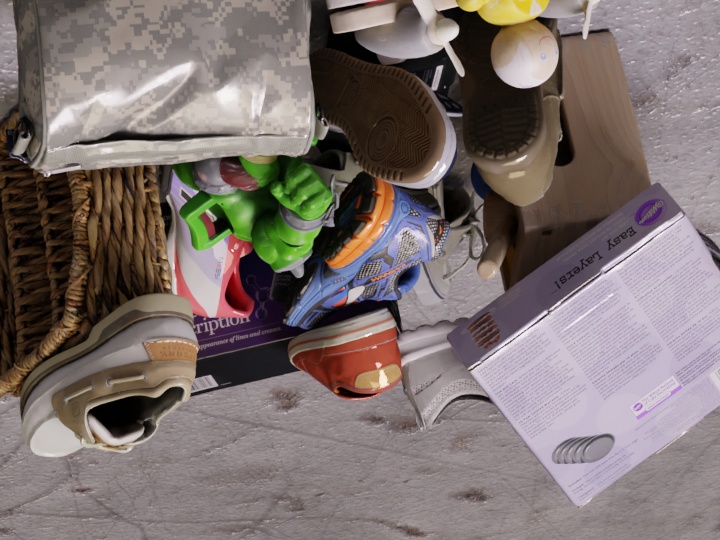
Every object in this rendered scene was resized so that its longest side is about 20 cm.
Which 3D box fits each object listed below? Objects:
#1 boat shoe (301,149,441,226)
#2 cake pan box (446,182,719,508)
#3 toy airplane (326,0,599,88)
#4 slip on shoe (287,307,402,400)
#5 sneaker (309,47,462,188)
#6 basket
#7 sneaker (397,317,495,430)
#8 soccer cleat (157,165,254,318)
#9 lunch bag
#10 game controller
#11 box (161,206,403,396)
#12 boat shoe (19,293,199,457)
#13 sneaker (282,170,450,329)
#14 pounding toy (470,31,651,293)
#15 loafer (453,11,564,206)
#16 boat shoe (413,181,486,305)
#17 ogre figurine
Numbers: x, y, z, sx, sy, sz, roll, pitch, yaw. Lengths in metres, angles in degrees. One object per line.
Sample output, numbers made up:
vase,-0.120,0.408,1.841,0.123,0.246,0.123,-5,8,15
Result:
boat shoe,-0.017,-0.059,1.578,0.199,0.062,0.072,0,-167,-39
cake pan box,0.188,0.055,1.513,0.200,0.052,0.184,-37,131,5
toy airplane,0.076,-0.179,1.370,0.199,0.142,0.199,-26,175,-2
slip on shoe,-0.009,0.068,1.559,0.074,0.062,0.200,-17,178,-12
sneaker,0.039,-0.092,1.423,0.108,0.200,0.070,25,97,-33
basket,-0.216,-0.025,1.504,0.148,0.201,0.143,-6,155,-9
sneaker,0.125,0.070,1.576,0.199,0.082,0.075,-13,168,7
soccer cleat,-0.112,-0.048,1.585,0.073,0.068,0.201,15,129,11
lunch bag,-0.128,-0.146,1.330,0.199,0.169,0.140,-3,153,-14
game controller,0.022,-0.145,1.551,0.104,0.042,0.200,-19,157,-16
box,-0.076,0.008,1.693,0.199,0.142,0.079,-14,154,5
boat shoe,-0.178,0.090,1.444,0.074,0.069,0.200,6,149,-33
sneaker,0.000,0.000,1.485,0.078,0.076,0.200,21,156,-14
pounding toy,0.137,-0.055,1.579,0.141,0.201,0.184,-8,154,-4
loafer,0.103,-0.120,1.443,0.076,0.201,0.068,-3,132,14
boat shoe,0.069,-0.043,1.737,0.086,0.075,0.202,-16,144,5
ogre figurine,-0.087,-0.076,1.449,0.199,0.098,0.120,25,144,20
